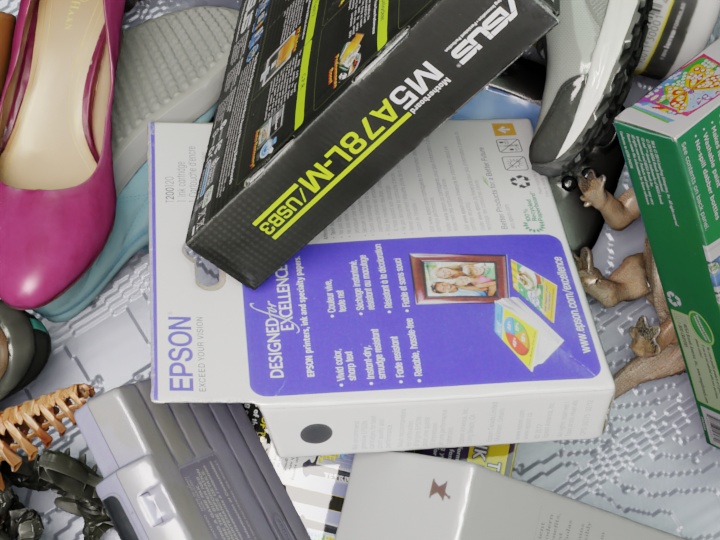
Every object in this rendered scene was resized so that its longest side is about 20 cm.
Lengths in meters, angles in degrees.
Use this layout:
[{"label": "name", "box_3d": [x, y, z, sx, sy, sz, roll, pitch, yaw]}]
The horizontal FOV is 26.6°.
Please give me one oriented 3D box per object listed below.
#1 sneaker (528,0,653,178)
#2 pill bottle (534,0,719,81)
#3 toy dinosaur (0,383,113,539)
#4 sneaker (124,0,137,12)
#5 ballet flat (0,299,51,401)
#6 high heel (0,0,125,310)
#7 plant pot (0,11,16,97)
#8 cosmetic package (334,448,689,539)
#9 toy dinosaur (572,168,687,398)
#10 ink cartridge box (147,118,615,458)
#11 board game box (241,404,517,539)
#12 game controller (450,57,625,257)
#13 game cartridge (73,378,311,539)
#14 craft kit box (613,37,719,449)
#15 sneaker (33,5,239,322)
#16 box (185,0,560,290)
[{"label": "sneaker", "box_3d": [0.102, -0.144, 0.720, 0.078, 0.074, 0.203, 10, 89, 11]}, {"label": "pill bottle", "box_3d": [0.091, -0.178, 0.803, 0.197, 0.114, 0.116, 15, 80, 0]}, {"label": "toy dinosaur", "box_3d": [-0.176, 0.121, 0.719, 0.135, 0.200, 0.103, 26, 61, -22]}, {"label": "sneaker", "box_3d": [-0.094, -0.205, 0.789, 0.198, 0.074, 0.088, -15, 57, 28]}, {"label": "ballet flat", "box_3d": [-0.235, 0.072, 0.763, 0.198, 0.068, 0.069, -23, 84, 20]}, {"label": "high heel", "box_3d": [-0.147, -0.084, 0.710, 0.066, 0.097, 0.202, 0, 54, 0]}, {"label": "plant pot", "box_3d": [-0.271, -0.064, 0.741, 0.197, 0.200, 0.142, 4, 96, -1]}, {"label": "cosmetic package", "box_3d": [0.074, 0.154, 0.708, 0.071, 0.199, 0.103, 5, 75, 43]}, {"label": "toy dinosaur", "box_3d": [0.183, -0.014, 0.801, 0.134, 0.085, 0.203, 5, 99, -40]}, {"label": "ink cartridge box", "box_3d": [0.000, 0.000, 0.709, 0.197, 0.044, 0.199, 0, 41, -7]}, {"label": "board game box", "box_3d": [-0.005, 0.091, 0.783, 0.163, 0.057, 0.203, 14, 81, -2]}, {"label": "game controller", "box_3d": [0.043, -0.074, 0.820, 0.198, 0.042, 0.105, 20, 80, 2]}, {"label": "game cartridge", "box_3d": [-0.051, 0.140, 0.680, 0.038, 0.129, 0.202, -30, 83, 19]}, {"label": "craft kit box", "box_3d": [0.227, -0.039, 0.743, 0.197, 0.048, 0.201, -39, 125, -22]}, {"label": "sneaker", "box_3d": [-0.122, -0.057, 0.805, 0.073, 0.082, 0.200, 24, 58, 26]}, {"label": "box", "box_3d": [0.006, -0.117, 0.673, 0.047, 0.193, 0.201, 35, 35, -24]}]
